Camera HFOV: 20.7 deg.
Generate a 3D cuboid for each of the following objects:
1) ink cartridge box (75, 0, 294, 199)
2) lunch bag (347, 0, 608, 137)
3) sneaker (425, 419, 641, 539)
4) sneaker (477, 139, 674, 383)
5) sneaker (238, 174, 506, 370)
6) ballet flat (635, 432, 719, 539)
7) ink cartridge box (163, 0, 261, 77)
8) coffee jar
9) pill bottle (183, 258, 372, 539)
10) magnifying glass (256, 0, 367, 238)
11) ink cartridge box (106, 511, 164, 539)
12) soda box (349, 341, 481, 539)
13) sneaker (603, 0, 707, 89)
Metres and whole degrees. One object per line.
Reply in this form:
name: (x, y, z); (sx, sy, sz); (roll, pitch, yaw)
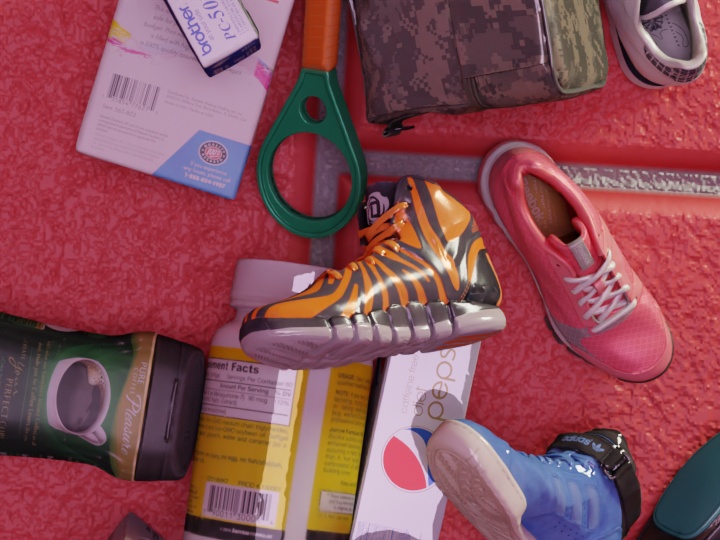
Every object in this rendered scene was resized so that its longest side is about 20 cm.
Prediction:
ink cartridge box: (-0.112, -0.161, 1.351); (0.114, 0.068, 0.201); (17, 92, -4)
lunch bag: (0.064, -0.201, 1.329); (0.167, 0.139, 0.201); (-9, 95, 24)
sneaker: (0.127, 0.137, 1.351); (0.111, 0.077, 0.200); (-53, 126, -19)
sneaker: (0.150, -0.001, 1.371); (0.074, 0.087, 0.201); (-36, 95, -1)
sneaker: (0.000, 0.000, 1.285); (0.199, 0.077, 0.113); (-5, 76, -37)
ballet flat: (0.230, 0.203, 1.404); (0.073, 0.073, 0.200); (39, 83, -5)
ink cartridge box: (-0.130, -0.224, 1.267); (0.044, 0.094, 0.201); (-29, 92, -1)
coffee jar: (-0.207, 0.084, 1.347); (0.199, 0.085, 0.105); (10, 85, -5)
pill bottle: (-0.052, 0.098, 1.342); (0.113, 0.114, 0.201); (9, 85, -5)
magnifying glass: (-0.030, -0.119, 1.350); (0.079, 0.022, 0.201); (12, 113, 19)
ink cartridge box: (-0.188, 0.276, 1.329); (0.084, 0.144, 0.200); (37, 90, -6)
soda box: (0.038, 0.096, 1.376); (0.063, 0.068, 0.201); (12, 92, -5)
sneaker: (0.190, -0.223, 1.368); (0.076, 0.081, 0.201); (-27, 93, -1)
